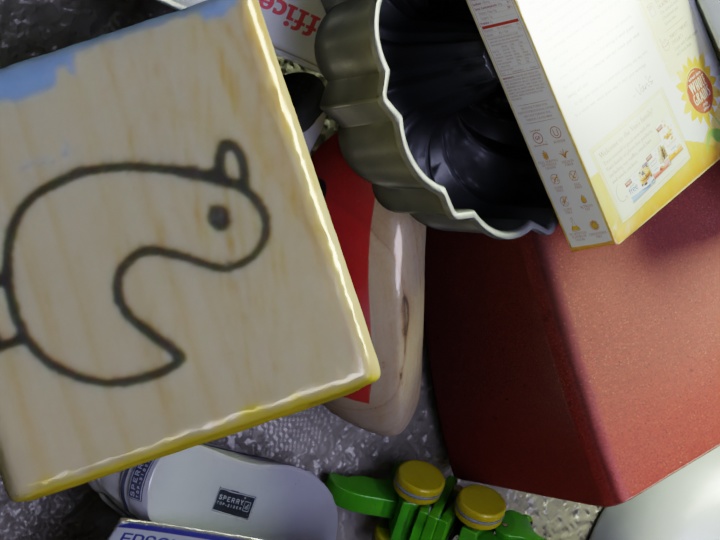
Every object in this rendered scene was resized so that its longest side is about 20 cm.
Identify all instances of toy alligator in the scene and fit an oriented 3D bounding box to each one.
[{"bbox_3d":[0.076,0.156,1.792,0.200,0.054,0.059,22,124,7],"label":"toy alligator"}]

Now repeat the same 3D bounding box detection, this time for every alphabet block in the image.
[{"bbox_3d":[-0.114,-0.006,1.505,0.195,0.196,0.200,-19,87,-3],"label":"alphabet block"}]

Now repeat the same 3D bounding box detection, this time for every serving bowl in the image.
[{"bbox_3d":[0.239,0.208,1.933,0.200,0.066,0.201,-9,107,-30],"label":"serving bowl"}]

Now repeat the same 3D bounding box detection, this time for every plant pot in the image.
[{"bbox_3d":[0.144,0.008,1.761,0.200,0.200,0.177,-29,103,-22],"label":"plant pot"}]

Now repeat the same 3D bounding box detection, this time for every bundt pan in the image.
[{"bbox_3d":[0.050,-0.113,1.619,0.202,0.076,0.202,7,80,-45],"label":"bundt pan"}]

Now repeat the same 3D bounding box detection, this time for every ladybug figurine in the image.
[{"bbox_3d":[0.000,0.000,1.708,0.072,0.136,0.200,1,113,-1],"label":"ladybug figurine"}]

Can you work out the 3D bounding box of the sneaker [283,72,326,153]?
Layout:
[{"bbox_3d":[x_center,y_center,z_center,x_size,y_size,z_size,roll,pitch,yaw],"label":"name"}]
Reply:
[{"bbox_3d":[-0.068,-0.007,1.658,0.201,0.067,0.108,-49,121,-9],"label":"sneaker"}]

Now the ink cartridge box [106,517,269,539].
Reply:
[{"bbox_3d":[-0.099,0.220,1.710,0.199,0.041,0.200,13,117,-33],"label":"ink cartridge box"}]

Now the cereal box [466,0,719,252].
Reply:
[{"bbox_3d":[0.127,-0.130,1.619,0.144,0.039,0.200,-36,109,-42],"label":"cereal box"}]

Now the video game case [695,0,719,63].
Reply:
[{"bbox_3d":[0.218,-0.128,1.736,0.022,0.182,0.200,-24,84,6],"label":"video game case"}]

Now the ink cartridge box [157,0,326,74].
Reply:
[{"bbox_3d":[-0.046,-0.226,1.642,0.145,0.083,0.200,22,91,-33],"label":"ink cartridge box"}]

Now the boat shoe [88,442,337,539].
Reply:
[{"bbox_3d":[-0.086,0.134,1.719,0.200,0.066,0.072,21,87,-54],"label":"boat shoe"}]
